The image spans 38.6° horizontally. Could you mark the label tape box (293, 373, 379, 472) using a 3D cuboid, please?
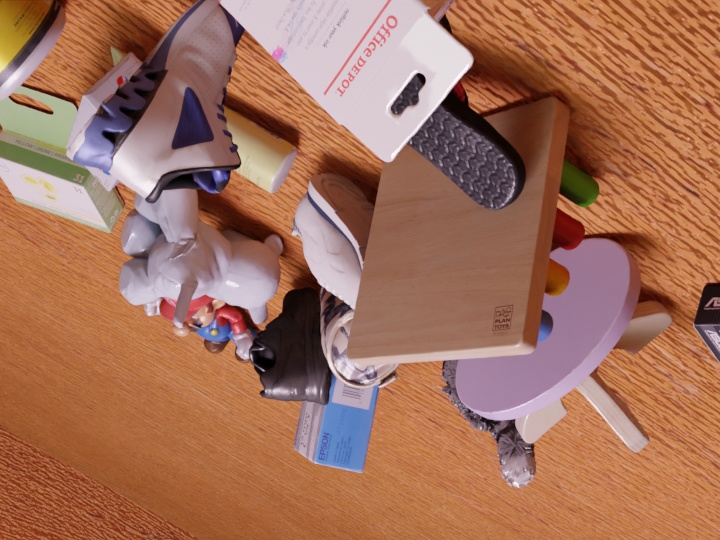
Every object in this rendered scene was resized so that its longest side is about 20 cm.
[{"bbox_3d":[-0.035,0.156,1.249,0.065,0.146,0.200,12,175,-16],"label":"label tape box"}]

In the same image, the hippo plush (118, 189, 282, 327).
[{"bbox_3d":[-0.164,-0.027,1.150,0.159,0.162,0.199,6,-177,-34],"label":"hippo plush"}]

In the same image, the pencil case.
[{"bbox_3d":[0.000,0.057,1.077,0.089,0.078,0.200,42,-172,-12],"label":"pencil case"}]

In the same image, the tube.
[{"bbox_3d":[-0.157,-0.145,0.995,0.198,0.052,0.058,32,117,4],"label":"tube"}]

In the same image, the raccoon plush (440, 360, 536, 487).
[{"bbox_3d":[0.154,0.159,1.117,0.095,0.203,0.134,-15,146,21],"label":"raccoon plush"}]

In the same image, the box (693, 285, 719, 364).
[{"bbox_3d":[0.411,0.085,0.912,0.159,0.045,0.200,-5,140,45],"label":"box"}]

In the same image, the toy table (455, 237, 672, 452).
[{"bbox_3d":[0.196,0.076,0.957,0.199,0.186,0.117,-35,133,23],"label":"toy table"}]

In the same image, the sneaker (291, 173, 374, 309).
[{"bbox_3d":[0.000,0.000,0.983,0.076,0.201,0.081,-1,138,-42],"label":"sneaker"}]

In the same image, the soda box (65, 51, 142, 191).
[{"bbox_3d":[-0.235,-0.139,1.001,0.068,0.064,0.200,47,160,-9],"label":"soda box"}]

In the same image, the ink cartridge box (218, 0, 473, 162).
[{"bbox_3d":[-0.011,-0.185,0.685,0.200,0.067,0.117,46,135,1],"label":"ink cartridge box"}]

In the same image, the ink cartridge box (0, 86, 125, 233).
[{"bbox_3d":[-0.370,-0.133,1.201,0.143,0.048,0.201,19,155,16],"label":"ink cartridge box"}]

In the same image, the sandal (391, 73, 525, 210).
[{"bbox_3d":[0.055,-0.128,0.802,0.200,0.045,0.075,45,140,12],"label":"sandal"}]

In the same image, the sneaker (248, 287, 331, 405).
[{"bbox_3d":[-0.084,0.080,1.174,0.089,0.201,0.077,-3,116,-7],"label":"sneaker"}]

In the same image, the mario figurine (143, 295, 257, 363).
[{"bbox_3d":[-0.210,0.073,1.354,0.122,0.107,0.200,-20,148,8],"label":"mario figurine"}]

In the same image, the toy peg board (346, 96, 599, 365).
[{"bbox_3d":[0.103,-0.013,0.858,0.097,0.202,0.198,24,158,-36],"label":"toy peg board"}]

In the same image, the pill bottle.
[{"bbox_3d":[-0.370,-0.255,0.912,0.200,0.113,0.111,41,149,-28],"label":"pill bottle"}]

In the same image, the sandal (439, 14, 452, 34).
[{"bbox_3d":[-0.010,-0.214,0.750,0.199,0.048,0.076,32,142,19],"label":"sandal"}]

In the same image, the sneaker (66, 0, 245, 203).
[{"bbox_3d":[-0.135,-0.128,0.835,0.115,0.201,0.080,41,154,-14],"label":"sneaker"}]
